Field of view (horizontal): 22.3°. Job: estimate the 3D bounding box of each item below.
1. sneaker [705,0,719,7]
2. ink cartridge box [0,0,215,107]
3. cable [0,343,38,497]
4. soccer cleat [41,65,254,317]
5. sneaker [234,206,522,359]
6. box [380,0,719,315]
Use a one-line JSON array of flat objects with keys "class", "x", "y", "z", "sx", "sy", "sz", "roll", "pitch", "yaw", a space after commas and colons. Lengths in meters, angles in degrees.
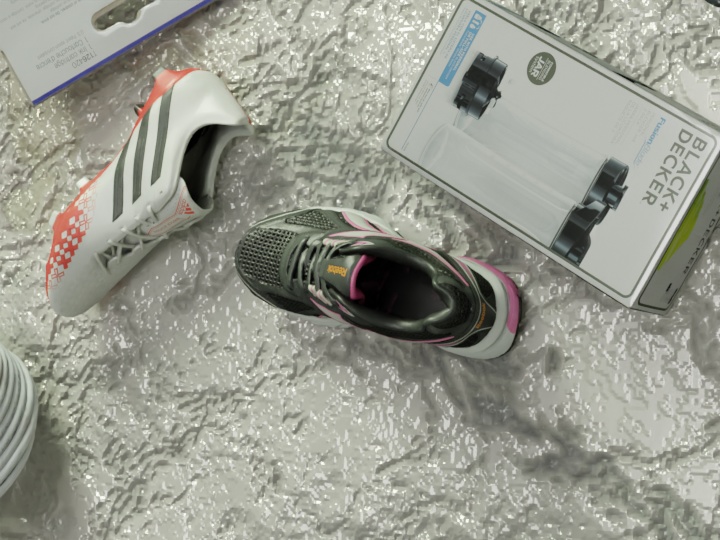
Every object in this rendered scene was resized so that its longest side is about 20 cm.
[{"class": "sneaker", "x": 0.185, "y": -0.226, "z": 1.032, "sx": 0.201, "sy": 0.139, "sz": 0.078, "roll": 59, "pitch": 135, "yaw": 22}, {"class": "ink cartridge box", "x": -0.198, "y": -0.250, "z": 1.276, "sx": 0.197, "sy": 0.047, "sz": 0.201, "roll": -27, "pitch": 104, "yaw": 12}, {"class": "cable", "x": -0.320, "y": 0.116, "z": 1.274, "sx": 0.199, "sy": 0.069, "sz": 0.201, "roll": -14, "pitch": 37, "yaw": 21}, {"class": "soccer cleat", "x": -0.146, "y": -0.044, "z": 1.249, "sx": 0.085, "sy": 0.069, "sz": 0.201, "roll": 39, "pitch": 99, "yaw": 31}, {"class": "sneaker", "x": 0.000, "y": 0.000, "z": 1.148, "sx": 0.199, "sy": 0.086, "sz": 0.081, "roll": 10, "pitch": 88, "yaw": 30}, {"class": "box", "x": 0.123, "y": -0.073, "z": 1.102, "sx": 0.200, "sy": 0.060, "sz": 0.117, "roll": 35, "pitch": 102, "yaw": 27}]
